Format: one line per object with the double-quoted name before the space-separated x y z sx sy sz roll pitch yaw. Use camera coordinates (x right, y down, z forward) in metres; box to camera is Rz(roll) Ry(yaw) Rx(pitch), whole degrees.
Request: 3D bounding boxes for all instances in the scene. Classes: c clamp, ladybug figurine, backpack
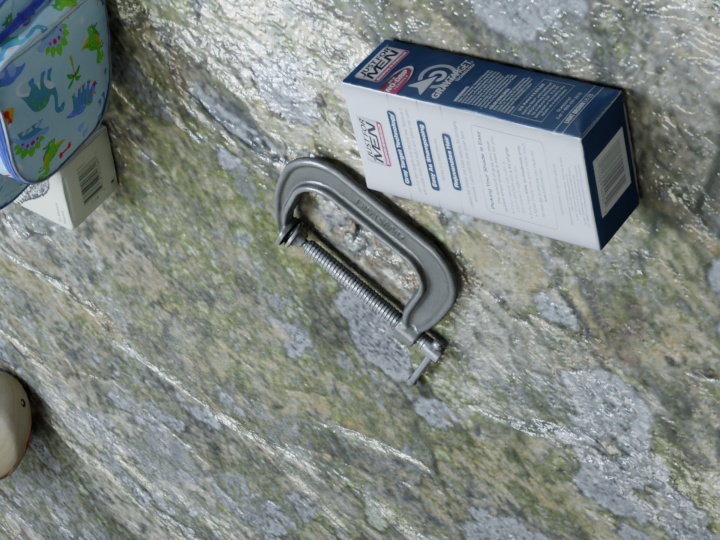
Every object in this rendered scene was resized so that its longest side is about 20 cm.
"c clamp" 0.000 0.000 1.615 0.200 0.027 0.171 43 147 0
"ladybug figurine" -0.415 0.160 2.176 0.136 0.072 0.200 48 146 -6
"backpack" -0.293 -0.149 1.612 0.146 0.183 0.201 26 142 18

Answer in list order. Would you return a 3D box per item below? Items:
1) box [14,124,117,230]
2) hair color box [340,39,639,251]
"box" -0.314 -0.117 1.772 0.199 0.068 0.082 24 143 26
"hair color box" 0.090 -0.090 1.394 0.199 0.061 0.100 17 138 33
